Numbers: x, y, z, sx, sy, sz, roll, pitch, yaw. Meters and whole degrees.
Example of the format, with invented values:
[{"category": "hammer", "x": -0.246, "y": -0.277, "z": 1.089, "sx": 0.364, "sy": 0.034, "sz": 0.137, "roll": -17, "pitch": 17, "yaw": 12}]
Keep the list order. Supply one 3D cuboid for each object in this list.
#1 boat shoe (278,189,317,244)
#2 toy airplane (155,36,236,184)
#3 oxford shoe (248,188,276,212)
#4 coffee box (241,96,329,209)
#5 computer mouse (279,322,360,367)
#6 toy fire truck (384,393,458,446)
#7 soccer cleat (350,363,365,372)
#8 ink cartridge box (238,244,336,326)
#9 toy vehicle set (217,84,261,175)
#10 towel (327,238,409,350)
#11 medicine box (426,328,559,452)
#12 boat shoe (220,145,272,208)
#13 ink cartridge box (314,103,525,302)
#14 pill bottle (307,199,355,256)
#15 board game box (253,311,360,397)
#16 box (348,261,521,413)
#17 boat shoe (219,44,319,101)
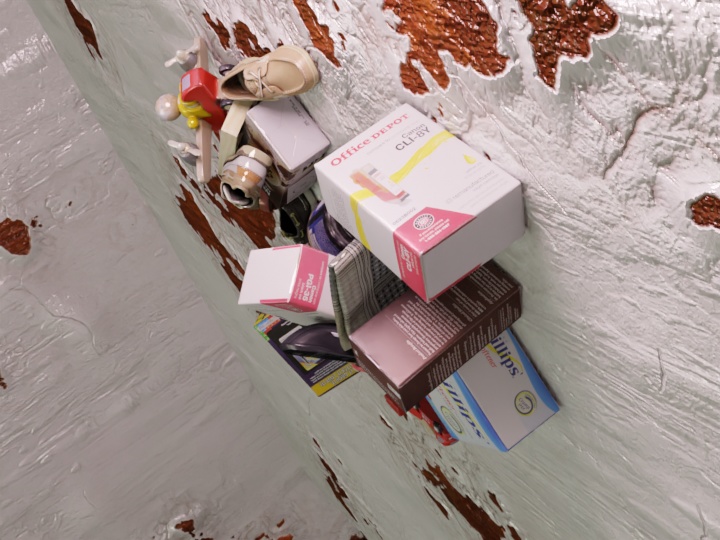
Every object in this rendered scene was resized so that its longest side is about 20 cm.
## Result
[{"category": "boat shoe", "x": -0.120, "y": -0.092, "z": 1.754, "sx": 0.072, "sy": 0.060, "sz": 0.201, "roll": 50, "pitch": 163, "yaw": 16}, {"category": "toy airplane", "x": -0.274, "y": -0.274, "z": 1.642, "sx": 0.200, "sy": 0.140, "sz": 0.200, "roll": -102, "pitch": 11, "yaw": -57}, {"category": "oxford shoe", "x": -0.181, "y": -0.143, "z": 1.718, "sx": 0.200, "sy": 0.074, "sz": 0.071, "roll": -74, "pitch": -11, "yaw": -85}, {"category": "coffee box", "x": -0.123, "y": -0.188, "z": 1.534, "sx": 0.113, "sy": 0.080, "sz": 0.200, "roll": 52, "pitch": 164, "yaw": 5}, {"category": "computer mouse", "x": -0.016, "y": 0.105, "z": 1.347, "sx": 0.140, "sy": 0.198, "sz": 0.046, "roll": 137, "pitch": 140, "yaw": -75}, {"category": "toy fire truck", "x": 0.118, "y": 0.262, "z": 1.807, "sx": 0.200, "sy": 0.049, "sz": 0.141, "roll": 43, "pitch": 161, "yaw": 34}, {"category": "soccer cleat", "x": 0.079, "y": 0.133, "z": 1.471, "sx": 0.198, "sy": 0.067, "sz": 0.077, "roll": 11, "pitch": 144, "yaw": 1}, {"category": "ink cartridge box", "x": -0.045, "y": 0.034, "z": 1.351, "sx": 0.199, "sy": 0.083, "sz": 0.146, "roll": 20, "pitch": 165, "yaw": -32}, {"category": "toy vehicle set", "x": -0.191, "y": -0.237, "z": 1.563, "sx": 0.026, "sy": 0.125, "sz": 0.200, "roll": 22, "pitch": 164, "yaw": -4}, {"category": "towel", "x": 0.041, "y": -0.004, "z": 1.226, "sx": 0.034, "sy": 0.192, "sz": 0.201, "roll": 37, "pitch": 156, "yaw": 25}, {"category": "medicine box", "x": 0.154, "y": 0.142, "z": 1.361, "sx": 0.183, "sy": 0.103, "sz": 0.200, "roll": 56, "pitch": 165, "yaw": -6}, {"category": "boat shoe", "x": -0.190, "y": -0.136, "z": 1.522, "sx": 0.074, "sy": 0.069, "sz": 0.200, "roll": 27, "pitch": 166, "yaw": -7}, {"category": "ink cartridge box", "x": 0.063, "y": -0.081, "z": 1.088, "sx": 0.200, "sy": 0.145, "sz": 0.084, "roll": 42, "pitch": 159, "yaw": 38}, {"category": "pill bottle", "x": -0.004, "y": -0.068, "z": 1.347, "sx": 0.112, "sy": 0.112, "sz": 0.200, "roll": 55, "pitch": 165, "yaw": -2}, {"category": "board game box", "x": -0.040, "y": 0.085, "z": 1.536, "sx": 0.165, "sy": 0.199, "sz": 0.057, "roll": 49, "pitch": -154, "yaw": -17}, {"category": "box", "x": 0.095, "y": 0.069, "z": 1.202, "sx": 0.100, "sy": 0.200, "sz": 0.075, "roll": 44, "pitch": 161, "yaw": 33}, {"category": "boat shoe", "x": -0.131, "y": -0.269, "z": 1.381, "sx": 0.199, "sy": 0.064, "sz": 0.072, "roll": 3, "pitch": 125, "yaw": 55}]
